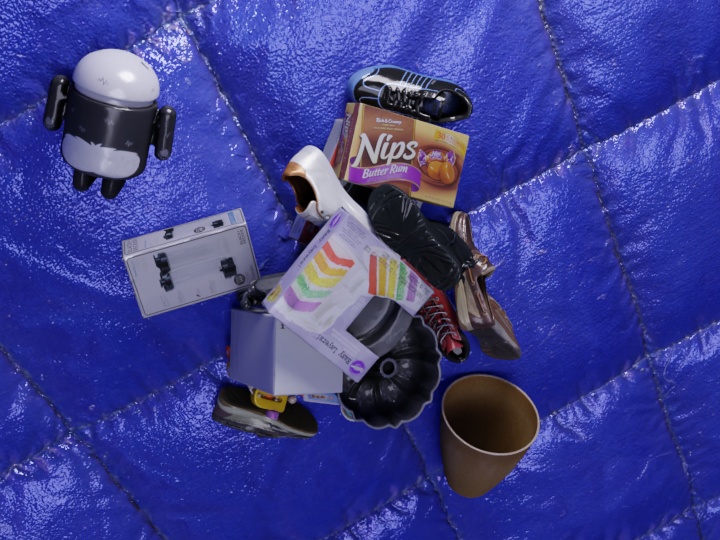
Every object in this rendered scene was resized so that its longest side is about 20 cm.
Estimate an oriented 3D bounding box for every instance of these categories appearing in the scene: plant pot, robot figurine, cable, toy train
[{"bbox_3d":[0.225,0.336,1.703,0.183,0.188,0.202,-3,132,-15],"label":"plant pot"},{"bbox_3d":[-0.350,-0.207,1.255,0.149,0.124,0.203,-5,122,-42],"label":"robot figurine"},{"bbox_3d":[-0.097,0.032,1.422,0.197,0.163,0.052,-13,81,-8],"label":"cable"},{"bbox_3d":[-0.149,0.167,1.561,0.200,0.055,0.151,47,71,-21],"label":"toy train"}]

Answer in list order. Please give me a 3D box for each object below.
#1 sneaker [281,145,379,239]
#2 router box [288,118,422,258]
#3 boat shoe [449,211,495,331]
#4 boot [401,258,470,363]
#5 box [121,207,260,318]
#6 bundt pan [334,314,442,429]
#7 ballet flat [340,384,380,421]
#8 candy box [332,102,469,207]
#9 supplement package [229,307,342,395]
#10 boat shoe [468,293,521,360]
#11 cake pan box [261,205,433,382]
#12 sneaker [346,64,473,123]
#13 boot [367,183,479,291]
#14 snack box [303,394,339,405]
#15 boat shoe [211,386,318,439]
[{"bbox_3d":[-0.049,-0.079,1.327,0.201,0.072,0.085,53,53,-13],"label":"sneaker"},{"bbox_3d":[0.005,-0.111,1.422,0.178,0.049,0.203,22,89,-26],"label":"router box"},{"bbox_3d":[0.194,-0.001,1.516,0.071,0.072,0.204,-7,84,23],"label":"boat shoe"},{"bbox_3d":[0.123,0.063,1.531,0.072,0.145,0.201,-32,120,9],"label":"boot"},{"bbox_3d":[-0.266,-0.013,1.419,0.197,0.060,0.118,-18,121,-8],"label":"box"},{"bbox_3d":[0.033,0.156,1.487,0.199,0.076,0.206,-1,94,-22],"label":"bundt pan"},{"bbox_3d":[0.028,0.193,1.576,0.200,0.069,0.070,-45,128,-30],"label":"ballet flat"},{"bbox_3d":[0.062,-0.176,1.379,0.197,0.056,0.119,12,93,-28],"label":"candy box"},{"bbox_3d":[-0.121,0.125,1.430,0.119,0.199,0.122,2,90,-27],"label":"supplement package"},{"bbox_3d":[0.247,0.102,1.629,0.075,0.073,0.200,-1,150,28],"label":"boat shoe"},{"bbox_3d":[-0.015,0.040,1.314,0.185,0.052,0.200,-47,116,2],"label":"cake pan box"},{"bbox_3d":[0.080,-0.268,1.379,0.197,0.078,0.071,0,118,-18],"label":"sneaker"},{"bbox_3d":[0.099,-0.055,1.380,0.073,0.162,0.199,-43,89,18],"label":"boot"},{"bbox_3d":[-0.062,0.125,1.524,0.071,0.024,0.204,3,100,18],"label":"snack box"},{"bbox_3d":[-0.171,0.263,1.595,0.199,0.072,0.066,22,121,-27],"label":"boat shoe"}]
